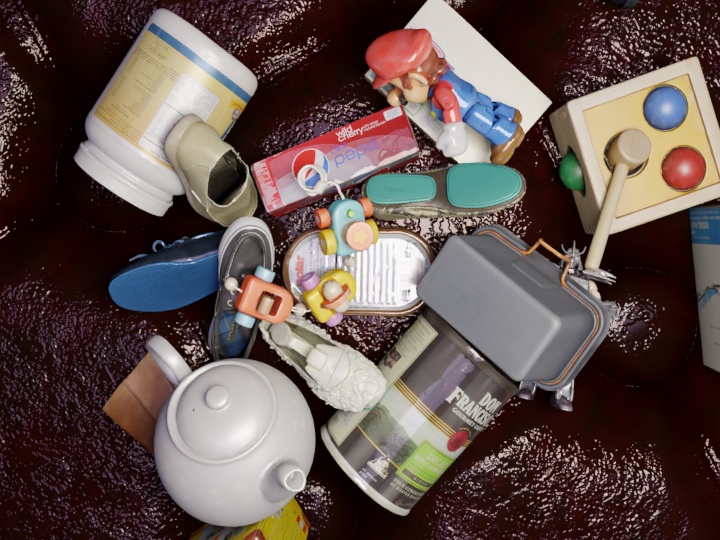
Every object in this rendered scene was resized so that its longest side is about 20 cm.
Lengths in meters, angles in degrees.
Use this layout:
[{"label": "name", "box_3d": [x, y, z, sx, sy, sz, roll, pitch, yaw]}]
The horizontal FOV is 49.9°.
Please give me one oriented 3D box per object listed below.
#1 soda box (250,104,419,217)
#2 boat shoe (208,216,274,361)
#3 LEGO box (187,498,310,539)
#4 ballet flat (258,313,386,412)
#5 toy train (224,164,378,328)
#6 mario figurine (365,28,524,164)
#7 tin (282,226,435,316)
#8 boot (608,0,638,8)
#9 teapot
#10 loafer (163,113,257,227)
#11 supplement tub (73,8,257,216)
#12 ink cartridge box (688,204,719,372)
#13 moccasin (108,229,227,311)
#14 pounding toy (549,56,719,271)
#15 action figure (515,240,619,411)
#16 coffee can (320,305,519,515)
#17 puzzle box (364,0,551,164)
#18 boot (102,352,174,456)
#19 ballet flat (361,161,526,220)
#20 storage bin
[{"label": "soda box", "box_3d": [-0.029, -0.132, 0.943, 0.197, 0.070, 0.064, -21, 88, 2]}, {"label": "boat shoe", "box_3d": [-0.144, 0.037, 0.921, 0.069, 0.067, 0.202, 9, 120, -22]}, {"label": "LEGO box", "box_3d": [-0.147, 0.344, 0.910, 0.148, 0.200, 0.078, -33, 92, 4]}, {"label": "ballet flat", "box_3d": [-0.056, 0.102, 0.907, 0.199, 0.071, 0.073, 27, 96, 43]}, {"label": "toy train", "box_3d": [-0.055, -0.010, 0.883, 0.149, 0.055, 0.202, 28, 89, -28]}, {"label": "mario figurine", "box_3d": [0.086, -0.193, 0.892, 0.198, 0.123, 0.107, 32, 90, -15]}, {"label": "tin", "box_3d": [0.000, 0.000, 0.968, 0.196, 0.042, 0.114, 1, 89, 2]}, {"label": "boot", "box_3d": [0.243, -0.406, 0.914, 0.165, 0.076, 0.204, -3, 86, -2]}, {"label": "teapot", "box_3d": [-0.147, 0.169, 0.854, 0.196, 0.147, 0.200, -3, 52, 4]}, {"label": "loafer", "box_3d": [-0.160, -0.097, 0.887, 0.068, 0.200, 0.076, 37, 81, 21]}, {"label": "supplement tub", "box_3d": [-0.229, -0.182, 0.910, 0.144, 0.145, 0.201, 35, 94, -1]}, {"label": "ink cartridge box", "box_3d": [0.486, 0.018, 0.899, 0.145, 0.145, 0.204, -7, 93, 3]}, {"label": "moccasin", "box_3d": [-0.209, -0.003, 0.959, 0.197, 0.068, 0.081, -13, 125, -8]}, {"label": "pounding toy", "box_3d": [0.312, -0.120, 0.898, 0.197, 0.142, 0.187, -19, 92, 2]}, {"label": "action figure", "box_3d": [0.246, 0.063, 0.947, 0.128, 0.069, 0.203, 11, 89, 19]}, {"label": "coffee can", "box_3d": [0.069, 0.163, 0.921, 0.146, 0.146, 0.200, 41, 94, -1]}, {"label": "puzzle box", "box_3d": [0.120, -0.223, 0.956, 0.200, 0.025, 0.133, 43, 94, -1]}, {"label": "boot", "box_3d": [-0.202, 0.180, 0.984, 0.188, 0.068, 0.200, -43, 84, 11]}, {"label": "ballet flat", "box_3d": [0.101, -0.090, 0.940, 0.197, 0.075, 0.069, -3, 70, 12]}, {"label": "storage bin", "box_3d": [0.167, 0.033, 0.870, 0.200, 0.134, 0.147, 41, 107, 24]}]
